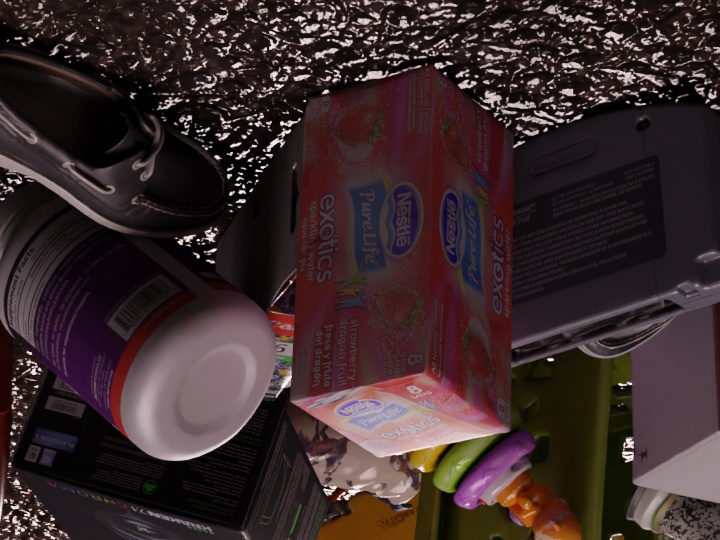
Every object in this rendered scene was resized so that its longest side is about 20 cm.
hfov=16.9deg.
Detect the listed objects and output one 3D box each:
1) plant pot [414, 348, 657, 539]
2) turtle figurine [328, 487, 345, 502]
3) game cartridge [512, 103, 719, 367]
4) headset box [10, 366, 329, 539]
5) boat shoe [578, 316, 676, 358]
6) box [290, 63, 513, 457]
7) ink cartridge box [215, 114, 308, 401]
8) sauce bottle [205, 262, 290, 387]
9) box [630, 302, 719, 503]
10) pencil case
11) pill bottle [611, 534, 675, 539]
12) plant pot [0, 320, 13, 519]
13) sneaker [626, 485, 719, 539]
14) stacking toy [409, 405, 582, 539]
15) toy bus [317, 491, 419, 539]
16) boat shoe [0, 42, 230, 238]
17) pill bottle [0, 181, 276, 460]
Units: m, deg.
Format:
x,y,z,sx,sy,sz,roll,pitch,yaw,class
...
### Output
x,y,z,sx,sy,sz,roll,pitch,yaw,class
0.154,0.167,1.788,0.181,0.200,0.200,-11,153,37,plant pot
-0.119,0.194,1.990,0.199,0.065,0.161,-20,164,12,turtle figurine
0.134,-0.023,1.459,0.199,0.134,0.041,-19,147,35,game cartridge
-0.127,0.151,1.686,0.173,0.093,0.200,14,159,15,headset box
0.199,-0.015,1.460,0.072,0.071,0.200,33,112,-21,boat shoe
0.026,-0.005,1.425,0.094,0.201,0.103,-14,150,30,box
-0.045,-0.005,1.532,0.050,0.110,0.200,10,153,-17,ink cartridge box
-0.069,0.044,1.688,0.199,0.066,0.066,22,147,-39,sauce bottle
0.291,0.077,1.636,0.199,0.153,0.106,13,152,-24,box
-0.041,0.126,1.834,0.199,0.078,0.089,16,137,-28,pencil case
0.303,0.207,1.942,0.116,0.117,0.200,17,150,-30,pill bottle
-0.324,0.078,1.641,0.199,0.201,0.176,12,139,-21,plant pot
0.276,0.169,1.702,0.199,0.089,0.077,-10,137,-41,sneaker
0.079,0.119,1.658,0.110,0.200,0.116,-41,166,-7,stacking toy
0.027,0.207,1.961,0.199,0.065,0.078,-23,168,7,toy bus
-0.154,-0.079,1.435,0.199,0.074,0.060,28,149,-28,boat shoe
-0.150,0.024,1.502,0.200,0.113,0.112,36,177,37,pill bottle
